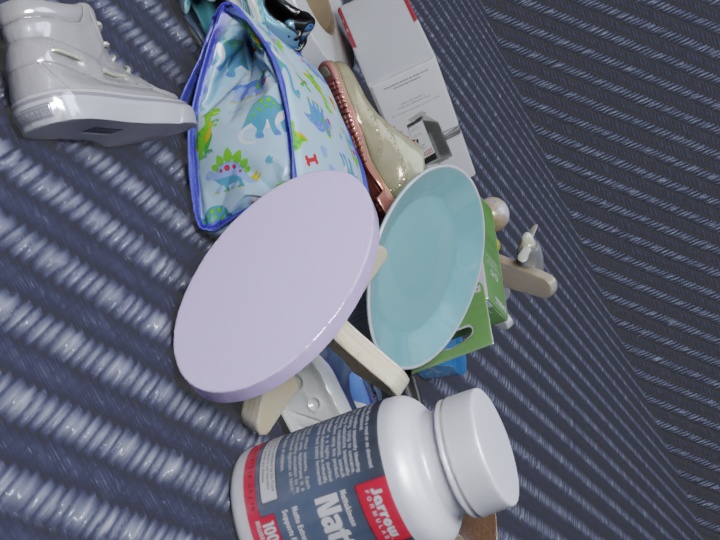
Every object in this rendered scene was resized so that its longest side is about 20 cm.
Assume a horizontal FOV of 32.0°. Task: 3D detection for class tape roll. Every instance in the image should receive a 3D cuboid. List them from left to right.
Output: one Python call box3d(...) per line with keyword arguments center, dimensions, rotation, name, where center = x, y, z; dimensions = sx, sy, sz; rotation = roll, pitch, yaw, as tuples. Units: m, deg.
box3d(center=(-0.081, -0.302, 1.412), dimensions=(0.203, 0.070, 0.204), rotation=(56, 22, -37), name="tape roll")

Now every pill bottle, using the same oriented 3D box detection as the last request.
box3d(center=(0.012, 0.163, 0.950), dimensions=(0.120, 0.197, 0.121), rotation=(55, 22, -35), name="pill bottle")

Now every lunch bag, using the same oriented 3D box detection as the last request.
box3d(center=(-0.076, -0.119, 1.126), dimensions=(0.170, 0.125, 0.204), rotation=(28, 54, -65), name="lunch bag")

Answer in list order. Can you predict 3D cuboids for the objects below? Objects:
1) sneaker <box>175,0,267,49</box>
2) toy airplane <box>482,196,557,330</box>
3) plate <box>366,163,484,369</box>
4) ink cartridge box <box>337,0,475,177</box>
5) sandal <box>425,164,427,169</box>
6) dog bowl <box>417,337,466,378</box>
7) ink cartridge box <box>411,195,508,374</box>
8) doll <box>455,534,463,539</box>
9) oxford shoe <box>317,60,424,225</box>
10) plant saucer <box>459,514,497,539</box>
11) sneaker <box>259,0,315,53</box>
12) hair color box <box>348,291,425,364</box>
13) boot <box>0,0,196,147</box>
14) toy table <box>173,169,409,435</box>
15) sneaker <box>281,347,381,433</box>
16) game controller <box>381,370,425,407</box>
box3d(center=(-0.149, -0.285, 1.180), dimensions=(0.202, 0.077, 0.087), rotation=(63, 22, -19), name="sneaker")
box3d(center=(0.147, -0.023, 1.573), dimensions=(0.199, 0.142, 0.199), rotation=(35, -13, 1), name="toy airplane")
box3d(center=(0.058, -0.005, 1.214), dimensions=(0.199, 0.025, 0.204), rotation=(-27, 125, -46), name="plate")
box3d(center=(0.055, -0.205, 1.452), dimensions=(0.201, 0.082, 0.148), rotation=(63, 6, -50), name="ink cartridge box")
box3d(center=(-0.002, -0.124, 1.310), dimensions=(0.199, 0.081, 0.054), rotation=(34, -6, -32), name="sandal")
box3d(center=(0.066, 0.057, 1.489), dimensions=(0.200, 0.049, 0.113), rotation=(49, 26, -48), name="dog bowl")
box3d(center=(0.101, 0.019, 1.382), dimensions=(0.059, 0.103, 0.203), rotation=(41, 36, -49), name="ink cartridge box")
box3d(center=(0.035, 0.220, 1.130), dimensions=(0.200, 0.048, 0.139), rotation=(-127, -136, -64), name="doll")
box3d(center=(0.018, -0.120, 1.243), dimensions=(0.071, 0.073, 0.203), rotation=(3, -61, 66), name="oxford shoe")
box3d(center=(0.070, 0.254, 1.147), dimensions=(0.200, 0.036, 0.204), rotation=(-174, -90, -72), name="plant saucer")
box3d(center=(-0.081, -0.223, 1.289), dimensions=(0.079, 0.089, 0.202), rotation=(-84, 150, -55), name="sneaker")
box3d(center=(0.000, 0.000, 1.276), dimensions=(0.202, 0.060, 0.099), rotation=(58, 28, -14), name="hair color box")
box3d(center=(-0.185, -0.145, 0.906), dimensions=(0.200, 0.072, 0.097), rotation=(-7, 84, -71), name="boot")
box3d(center=(-0.051, 0.031, 0.987), dimensions=(0.183, 0.200, 0.117), rotation=(40, -11, 32), name="toy table")
box3d(center=(-0.002, 0.149, 1.121), dimensions=(0.203, 0.080, 0.146), rotation=(65, 21, 5), name="sneaker")
box3d(center=(0.016, 0.076, 1.352), dimensions=(0.104, 0.042, 0.203), rotation=(2, 67, -56), name="game controller")
